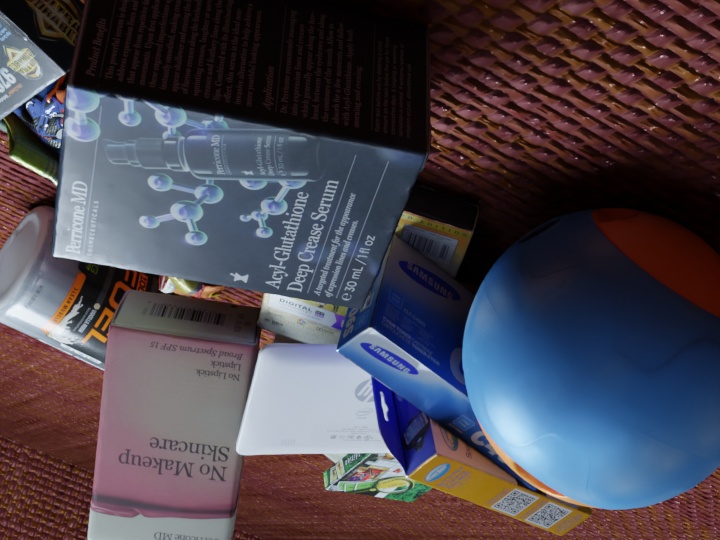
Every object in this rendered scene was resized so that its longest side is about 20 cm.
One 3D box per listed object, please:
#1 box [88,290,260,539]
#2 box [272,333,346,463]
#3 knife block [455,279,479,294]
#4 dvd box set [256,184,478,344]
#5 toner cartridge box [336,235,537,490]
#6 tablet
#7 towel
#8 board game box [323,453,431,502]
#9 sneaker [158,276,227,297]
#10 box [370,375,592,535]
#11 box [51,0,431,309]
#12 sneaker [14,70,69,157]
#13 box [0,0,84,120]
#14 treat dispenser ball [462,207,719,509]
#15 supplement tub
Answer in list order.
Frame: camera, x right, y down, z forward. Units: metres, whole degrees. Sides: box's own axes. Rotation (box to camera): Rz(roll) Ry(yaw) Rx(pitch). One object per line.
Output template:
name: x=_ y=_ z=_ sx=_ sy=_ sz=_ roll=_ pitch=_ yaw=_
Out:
box: x=-0.162 y=0.134 z=1.156 sx=0.126 sy=0.203 sz=0.109 roll=7 pitch=-165 yaw=-4
box: x=0.002 y=0.112 z=1.289 sx=0.108 sy=0.129 sz=0.200 roll=6 pitch=158 yaw=28
knife block: x=0.112 y=0.078 z=1.195 sx=0.198 sy=0.065 sz=0.176 roll=17 pitch=160 yaw=3
dvd box set: x=0.000 y=0.000 z=1.034 sx=0.145 sy=0.030 sz=0.201 roll=17 pitch=141 yaw=1
toner cartridge box: x=0.079 y=0.071 z=0.981 sx=0.199 sy=0.096 sz=0.043 roll=36 pitch=133 yaw=-20
tablet: x=0.003 y=0.109 z=1.085 sx=0.197 sy=0.014 sz=0.131 roll=2 pitch=132 yaw=-18
towel: x=-0.215 y=-0.057 z=1.064 sx=0.200 sy=0.023 sz=0.144 roll=41 pitch=-179 yaw=-33
board game box: x=0.058 y=0.164 z=1.216 sx=0.104 sy=0.024 sz=0.200 roll=10 pitch=145 yaw=-29
sneaker: x=-0.132 y=-0.020 z=1.171 sx=0.076 sy=0.074 sz=0.200 roll=6 pitch=171 yaw=-14
box: x=0.093 y=0.125 z=1.031 sx=0.199 sy=0.120 sz=0.041 roll=27 pitch=127 yaw=-35
box: x=-0.072 y=-0.076 z=0.770 sx=0.197 sy=0.108 sz=0.149 roll=10 pitch=141 yaw=-9
sneaker: x=-0.198 y=-0.123 z=0.923 sx=0.078 sy=0.076 sz=0.199 roll=30 pitch=156 yaw=-22
box: x=-0.271 y=-0.170 z=0.840 sx=0.159 sy=0.046 sz=0.199 roll=43 pitch=152 yaw=-20
treat dispenser ball: x=0.168 y=0.059 z=0.887 sx=0.199 sy=0.203 sz=0.201 roll=16 pitch=161 yaw=6
supplement tub: x=-0.261 y=0.030 z=1.314 sx=0.199 sy=0.124 sz=0.122 roll=29 pitch=158 yaw=-30
